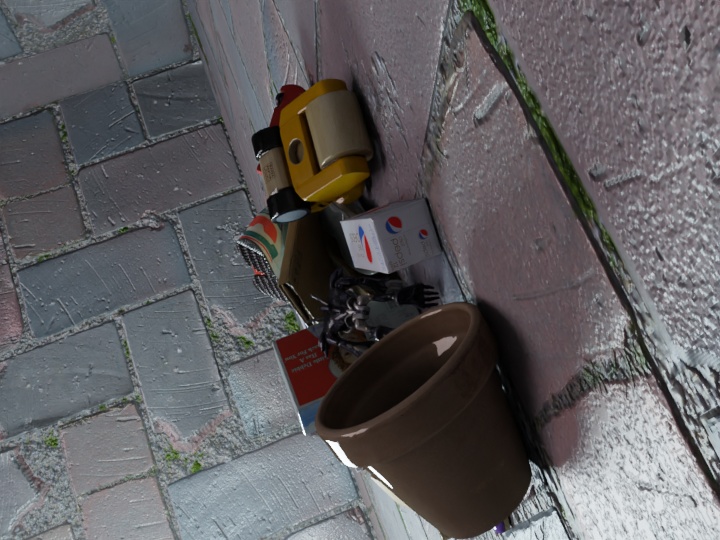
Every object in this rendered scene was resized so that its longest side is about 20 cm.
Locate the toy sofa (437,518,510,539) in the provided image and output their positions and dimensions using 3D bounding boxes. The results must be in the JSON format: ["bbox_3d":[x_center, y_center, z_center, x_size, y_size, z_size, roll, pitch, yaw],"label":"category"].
[{"bbox_3d":[0.112,0.229,1.020,0.098,0.081,0.204,-123,17,-59],"label":"toy sofa"}]

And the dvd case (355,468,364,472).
[{"bbox_3d":[0.014,0.215,1.417,0.025,0.148,0.204,-33,73,43],"label":"dvd case"}]

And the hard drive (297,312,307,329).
[{"bbox_3d":[-0.046,0.043,1.425,0.026,0.129,0.202,97,154,-49],"label":"hard drive"}]

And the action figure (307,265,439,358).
[{"bbox_3d":[0.013,0.059,1.057,0.198,0.101,0.122,2,74,58],"label":"action figure"}]

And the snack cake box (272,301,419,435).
[{"bbox_3d":[-0.004,0.118,1.120,0.068,0.196,0.116,81,165,-53],"label":"snack cake box"}]

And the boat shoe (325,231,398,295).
[{"bbox_3d":[0.000,0.000,1.249,0.201,0.072,0.064,-120,16,-49],"label":"boat shoe"}]

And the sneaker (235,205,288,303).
[{"bbox_3d":[-0.132,-0.026,1.351,0.069,0.095,0.201,20,157,20],"label":"sneaker"}]

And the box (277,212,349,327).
[{"bbox_3d":[-0.061,0.007,1.257,0.165,0.021,0.202,56,-156,-35],"label":"box"}]

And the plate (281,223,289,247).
[{"bbox_3d":[-0.058,-0.050,1.368,0.199,0.025,0.205,30,-126,-53],"label":"plate"}]

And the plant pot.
[{"bbox_3d":[0.081,0.159,0.844,0.176,0.199,0.200,53,174,-12],"label":"plant pot"}]

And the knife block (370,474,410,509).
[{"bbox_3d":[0.052,0.273,1.183,0.174,0.065,0.199,35,162,-16],"label":"knife block"}]

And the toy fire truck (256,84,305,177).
[{"bbox_3d":[-0.108,-0.179,1.378,0.141,0.048,0.205,31,-106,-67],"label":"toy fire truck"}]

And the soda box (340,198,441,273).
[{"bbox_3d":[0.031,-0.040,1.004,0.200,0.067,0.065,-166,56,-79],"label":"soda box"}]

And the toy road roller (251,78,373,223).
[{"bbox_3d":[-0.040,-0.150,1.125,0.198,0.144,0.126,-28,73,44],"label":"toy road roller"}]

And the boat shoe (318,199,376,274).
[{"bbox_3d":[-0.004,-0.062,1.219,0.202,0.063,0.076,-131,35,-55],"label":"boat shoe"}]
